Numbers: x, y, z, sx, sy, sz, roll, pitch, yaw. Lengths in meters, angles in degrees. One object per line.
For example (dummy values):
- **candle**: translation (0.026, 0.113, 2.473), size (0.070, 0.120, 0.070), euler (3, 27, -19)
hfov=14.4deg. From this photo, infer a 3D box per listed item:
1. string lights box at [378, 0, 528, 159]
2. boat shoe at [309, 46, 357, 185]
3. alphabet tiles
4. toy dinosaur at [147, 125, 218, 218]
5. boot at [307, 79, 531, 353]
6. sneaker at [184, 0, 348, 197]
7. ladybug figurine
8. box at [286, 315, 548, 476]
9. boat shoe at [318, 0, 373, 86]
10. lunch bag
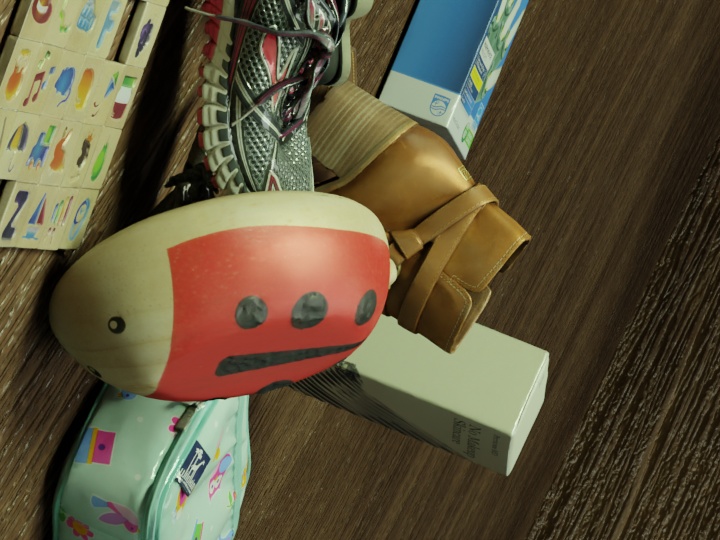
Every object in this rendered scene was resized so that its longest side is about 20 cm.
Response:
- **string lights box**: translation (0.081, -0.192, 2.082), size (0.103, 0.059, 0.200), euler (49, 63, -76)
- **boat shoe**: translation (-0.016, -0.076, 1.819), size (0.200, 0.067, 0.072), euler (97, 19, -51)
- **alphabet tiles**: translation (-0.141, -0.089, 1.375), size (0.200, 0.008, 0.168), euler (1, 110, -78)
- **toy dinosaur**: translation (-0.100, -0.028, 1.569), size (0.088, 0.047, 0.200), euler (-16, 130, -79)
- **boot**: translation (0.000, 0.000, 1.747), size (0.200, 0.155, 0.077), euler (-53, 172, 19)
- **sneaker**: translation (-0.043, -0.115, 1.498), size (0.081, 0.074, 0.200), euler (-53, 145, -56)
- **ladybug figurine**: translation (-0.065, 0.019, 1.508), size (0.200, 0.072, 0.136), euler (-10, 147, -26)
- **box**: translation (0.022, 0.061, 1.908), size (0.082, 0.200, 0.068), euler (86, 27, -65)
- **boat shoe**: translation (-0.035, -0.150, 1.631), size (0.201, 0.063, 0.074), euler (114, -39, -78)
- **lunch bag**: translation (-0.118, 0.127, 1.690), size (0.200, 0.077, 0.161), euler (98, 18, -49)
